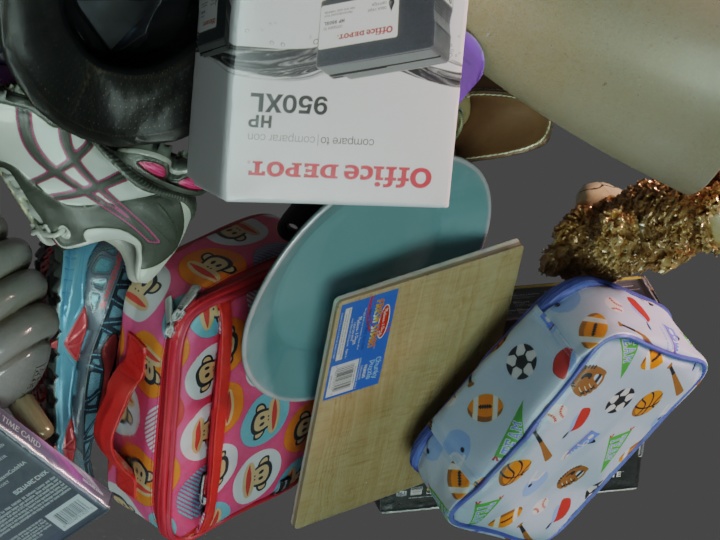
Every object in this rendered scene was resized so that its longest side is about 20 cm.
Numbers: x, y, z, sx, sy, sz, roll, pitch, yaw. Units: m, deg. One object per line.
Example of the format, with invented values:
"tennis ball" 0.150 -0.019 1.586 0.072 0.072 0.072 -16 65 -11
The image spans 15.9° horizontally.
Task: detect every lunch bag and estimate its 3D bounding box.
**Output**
"lunch bag" -0.101 0.074 1.700 0.176 0.082 0.201 -23 133 -39
"lunch bag" 0.134 0.100 1.751 0.200 0.076 0.160 -47 147 18

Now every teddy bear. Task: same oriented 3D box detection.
"teddy bear" 0.202 -0.041 1.711 0.145 0.200 0.067 -33 99 -21

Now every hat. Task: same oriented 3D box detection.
"hat" -0.141 -0.179 1.537 0.199 0.081 0.202 -9 112 -23

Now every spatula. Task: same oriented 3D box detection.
"spatula" 0.006 -0.082 1.609 0.056 0.021 0.200 36 127 -8

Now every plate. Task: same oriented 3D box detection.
"plate" 0.000 0.000 1.651 0.199 0.026 0.201 -29 146 -22

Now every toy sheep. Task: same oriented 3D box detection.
"toy sheep" -0.259 0.027 1.631 0.138 0.138 0.200 -37 91 11

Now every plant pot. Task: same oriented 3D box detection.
"plant pot" 0.142 -0.167 1.605 0.199 0.188 0.188 18 118 -7

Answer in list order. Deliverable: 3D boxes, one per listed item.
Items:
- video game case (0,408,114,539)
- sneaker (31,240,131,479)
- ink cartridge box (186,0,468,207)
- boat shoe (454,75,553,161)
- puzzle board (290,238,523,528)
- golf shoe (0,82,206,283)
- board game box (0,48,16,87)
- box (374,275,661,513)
"video game case" -0.275 0.121 1.623 0.143 0.019 0.200 -34 118 32
"sneaker" -0.169 0.067 1.720 0.095 0.079 0.201 -3 123 -16
"ink cartridge box" -0.017 -0.141 1.496 0.143 0.084 0.202 1 101 -18
"boat shoe" 0.030 -0.092 1.671 0.198 0.074 0.076 -1 122 -14
"puzzle board" 0.028 0.075 1.718 0.150 0.017 0.201 -17 135 -31
"golf shoe" -0.189 -0.060 1.582 0.199 0.077 0.089 22 88 -25
"board game box" -0.211 -0.161 1.590 0.120 0.032 0.200 -36 124 5
"box" 0.107 0.088 1.827 0.198 0.049 0.161 -5 121 -12
